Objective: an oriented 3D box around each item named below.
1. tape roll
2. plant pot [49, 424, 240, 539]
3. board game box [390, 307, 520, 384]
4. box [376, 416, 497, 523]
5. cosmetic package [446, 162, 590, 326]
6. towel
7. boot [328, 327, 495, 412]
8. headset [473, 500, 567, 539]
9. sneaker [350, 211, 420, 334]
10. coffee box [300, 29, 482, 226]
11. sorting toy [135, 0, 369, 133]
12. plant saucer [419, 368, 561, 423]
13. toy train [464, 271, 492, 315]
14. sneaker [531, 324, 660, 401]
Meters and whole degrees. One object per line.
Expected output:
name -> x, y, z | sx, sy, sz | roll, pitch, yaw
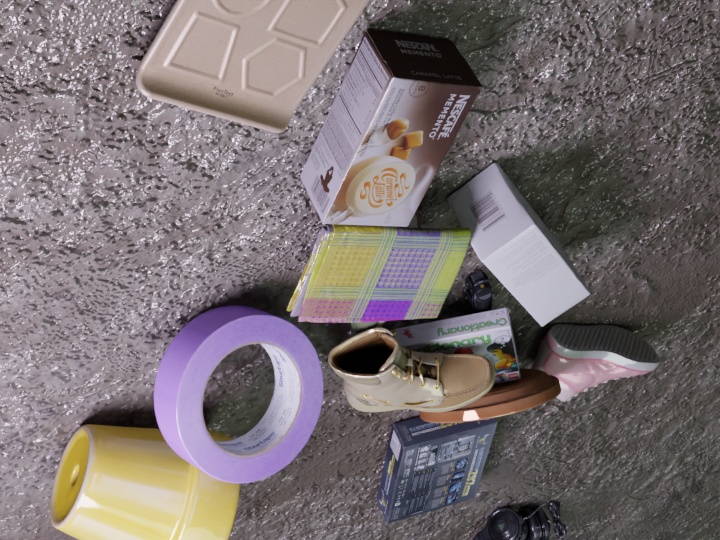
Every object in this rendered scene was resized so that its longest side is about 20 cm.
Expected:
tape roll -> -0.143, 0.146, 1.556 | 0.198, 0.065, 0.203 | -8, 104, -34
plant pot -> -0.275, 0.278, 1.630 | 0.187, 0.202, 0.201 | 21, 124, -25
board game box -> 0.108, 0.116, 1.739 | 0.197, 0.035, 0.127 | -12, 140, 7
box -> 0.113, 0.290, 1.981 | 0.156, 0.051, 0.201 | -12, 140, -19
cosmetic package -> 0.196, -0.028, 1.608 | 0.081, 0.114, 0.200 | -35, 144, 12
towel -> 0.023, 0.002, 1.510 | 0.198, 0.023, 0.145 | 0, 131, -27
boot -> 0.066, 0.121, 1.634 | 0.197, 0.074, 0.156 | -5, 156, 9
headset -> 0.279, 0.451, 2.236 | 0.122, 0.095, 0.200 | 3, 145, -34
sneaker -> 0.000, 0.000, 1.566 | 0.089, 0.068, 0.201 | 2, 135, -21
coffee box -> 0.029, -0.146, 1.391 | 0.113, 0.080, 0.201 | 1, 135, -32
sorting toy -> -0.099, -0.236, 1.251 | 0.184, 0.037, 0.201 | 11, 124, -39
plant saucer -> 0.176, 0.169, 1.803 | 0.197, 0.033, 0.200 | -12, -176, 1
toy train -> 0.161, 0.077, 1.763 | 0.034, 0.046, 0.201 | -18, 142, -11
sneaker -> 0.337, 0.139, 1.919 | 0.198, 0.076, 0.105 | 7, 127, -27
